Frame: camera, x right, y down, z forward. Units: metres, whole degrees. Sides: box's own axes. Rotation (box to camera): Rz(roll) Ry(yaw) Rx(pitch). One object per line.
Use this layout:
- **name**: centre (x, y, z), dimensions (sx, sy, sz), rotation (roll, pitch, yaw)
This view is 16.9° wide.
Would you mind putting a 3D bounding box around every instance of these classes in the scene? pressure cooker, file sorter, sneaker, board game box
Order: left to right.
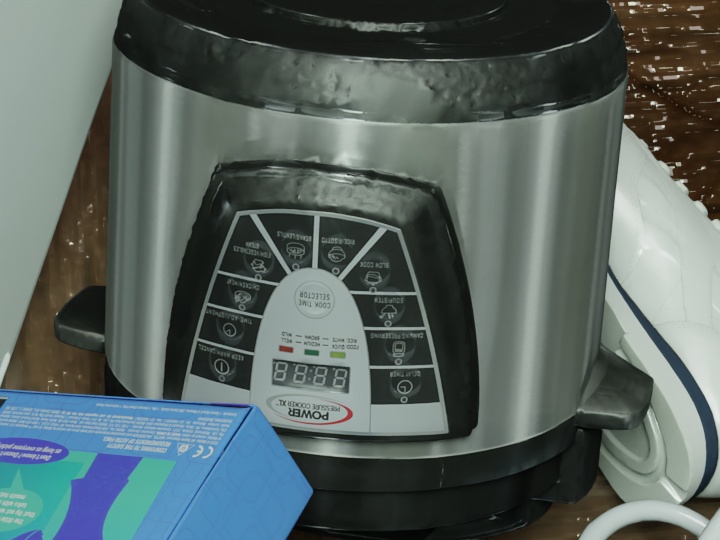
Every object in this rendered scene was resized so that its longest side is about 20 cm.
- **file sorter**: centre (-0.178, -0.050, 0.824), dimensions (0.124, 0.139, 0.200), rotation (24, 102, 16)
- **board game box**: centre (-0.124, 0.124, 0.727), dimensions (0.152, 0.045, 0.200), rotation (2, 46, 38)
- **pressure cooker**: centre (0.002, -0.001, 0.823), dimensions (0.178, 0.200, 0.176), rotation (-10, 25, -32)
- **sneaker**: centre (0.103, -0.003, 0.910), dimensions (0.080, 0.076, 0.200), rotation (-12, 66, -24)

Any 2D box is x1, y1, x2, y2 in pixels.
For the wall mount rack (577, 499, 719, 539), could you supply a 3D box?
- **wall mount rack**: centre (0.130, 0.175, 0.809), dimensions (0.200, 0.075, 0.174), rotation (36, 102, 17)
